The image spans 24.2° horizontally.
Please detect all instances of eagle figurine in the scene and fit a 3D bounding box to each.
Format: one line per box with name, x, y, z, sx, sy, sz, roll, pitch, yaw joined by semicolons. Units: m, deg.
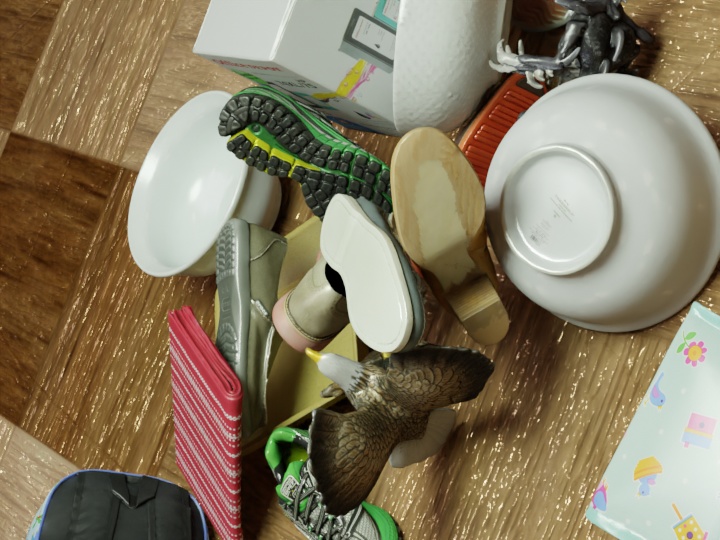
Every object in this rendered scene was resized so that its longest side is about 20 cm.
eagle figurine;0.019;0.105;1.322;0.200;0.150;0.153;-128;39;-73

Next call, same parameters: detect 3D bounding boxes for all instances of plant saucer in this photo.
plant saucer;-0.058;0.063;1.586;0.200;0.048;0.201;-33;49;38

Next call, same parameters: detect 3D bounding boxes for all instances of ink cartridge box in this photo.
ink cartridge box;-0.022;-0.228;1.566;0.146;0.199;0.147;16;84;54

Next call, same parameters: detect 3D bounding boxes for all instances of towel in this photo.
towel;-0.139;0.147;1.551;0.145;0.022;0.201;51;148;46

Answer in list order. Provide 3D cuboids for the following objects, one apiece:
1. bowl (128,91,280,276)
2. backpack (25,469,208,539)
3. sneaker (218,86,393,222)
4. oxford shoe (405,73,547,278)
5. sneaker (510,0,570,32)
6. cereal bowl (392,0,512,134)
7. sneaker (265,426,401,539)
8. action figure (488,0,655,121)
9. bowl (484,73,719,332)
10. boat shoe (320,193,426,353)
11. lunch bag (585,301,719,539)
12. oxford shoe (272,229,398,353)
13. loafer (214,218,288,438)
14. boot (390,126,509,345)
bowl;-0.145;-0.075;1.720;0.201;0.090;0.202;-28;51;41
backpack;-0.239;0.299;1.581;0.147;0.182;0.201;119;158;-45
sneaker;-0.031;-0.105;1.524;0.078;0.200;0.085;-49;9;25
oxford shoe;0.091;-0.091;1.464;0.201;0.071;0.073;-58;32;12
sneaker;0.195;-0.273;1.439;0.080;0.071;0.200;-43;5;-35
cereal bowl;0.083;-0.211;1.425;0.083;0.200;0.201;8;73;8
sneaker;-0.032;0.213;1.443;0.078;0.085;0.200;-54;39;17
action figure;0.164;-0.157;1.370;0.102;0.119;0.201;29;100;46
bowl;0.167;-0.048;1.259;0.200;0.090;0.202;4;96;35
boat shoe;0.023;0.002;1.275;0.073;0.061;0.200;-68;24;20
lunch bag;0.271;0.138;1.076;0.200;0.122;0.171;31;94;45
oxford shoe;0.000;0.000;1.408;0.074;0.071;0.200;-44;5;34
loafer;-0.092;0.053;1.536;0.075;0.069;0.201;179;92;-67
boot;0.053;-0.047;1.287;0.071;0.202;0.144;-25;33;-2
